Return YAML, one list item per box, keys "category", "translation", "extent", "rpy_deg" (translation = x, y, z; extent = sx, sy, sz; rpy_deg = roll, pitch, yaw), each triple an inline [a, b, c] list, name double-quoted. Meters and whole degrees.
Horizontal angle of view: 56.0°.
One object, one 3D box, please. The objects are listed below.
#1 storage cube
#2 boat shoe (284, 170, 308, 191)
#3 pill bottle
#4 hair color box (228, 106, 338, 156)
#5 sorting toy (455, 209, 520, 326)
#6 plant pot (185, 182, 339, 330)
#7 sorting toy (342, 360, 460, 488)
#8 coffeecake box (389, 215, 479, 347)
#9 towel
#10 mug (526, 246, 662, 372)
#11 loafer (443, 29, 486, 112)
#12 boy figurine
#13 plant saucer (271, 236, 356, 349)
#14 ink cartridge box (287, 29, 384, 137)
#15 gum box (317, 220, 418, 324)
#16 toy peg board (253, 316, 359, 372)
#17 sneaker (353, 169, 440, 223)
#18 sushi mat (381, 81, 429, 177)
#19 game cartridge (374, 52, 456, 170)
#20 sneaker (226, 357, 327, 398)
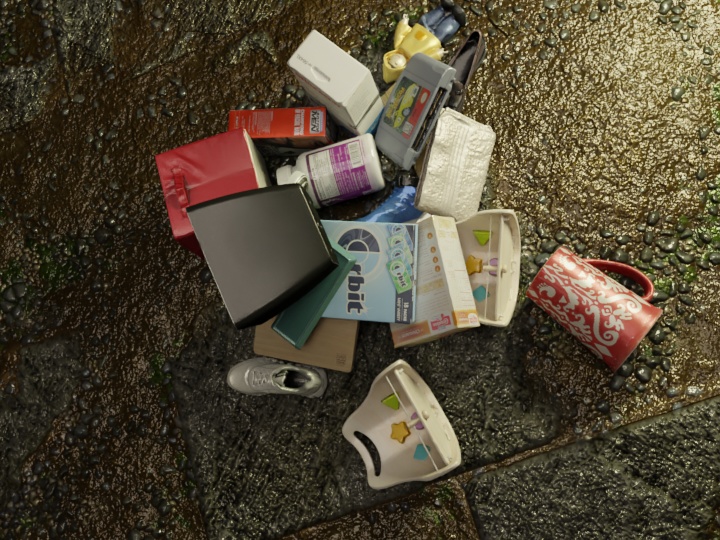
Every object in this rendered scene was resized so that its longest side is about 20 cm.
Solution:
- category: "storage cube"
  translation: [-0.266, -0.143, 1.307]
  extent: [0.177, 0.200, 0.174]
  rpy_deg: [-17, 77, 1]
- category: "boat shoe"
  translation: [-0.123, -0.080, 1.233]
  extent: [0.063, 0.071, 0.203]
  rpy_deg: [15, 83, 15]
- category: "pill bottle"
  translation: [-0.058, -0.186, 1.316]
  extent: [0.197, 0.112, 0.114]
  rpy_deg: [-15, 78, 8]
- category: "hair color box"
  translation: [-0.152, -0.274, 1.350]
  extent: [0.196, 0.111, 0.065]
  rpy_deg: [-1, 81, 11]
- category: "sorting toy"
  translation: [0.198, -0.010, 1.250]
  extent: [0.177, 0.106, 0.204]
  rpy_deg: [4, 93, 25]
- category: "plant pot"
  translation: [-0.142, -0.036, 1.104]
  extent: [0.175, 0.200, 0.202]
  rpy_deg: [-24, 87, 1]
- category: "sorting toy"
  translation: [0.062, 0.295, 1.217]
  extent: [0.179, 0.107, 0.202]
  rpy_deg: [-34, 73, 13]
- category: "coffeecake box"
  translation: [0.116, 0.023, 1.231]
  extent: [0.152, 0.072, 0.204]
  rpy_deg: [-22, 74, 41]
- category: "towel"
  translation: [0.180, -0.192, 1.266]
  extent: [0.131, 0.034, 0.204]
  rpy_deg: [17, 81, -22]
- category: "mug"
  translation: [0.412, 0.055, 1.198]
  extent: [0.199, 0.177, 0.135]
  rpy_deg: [39, 125, 18]
- category: "loafer"
  translation: [0.185, -0.379, 1.327]
  extent: [0.071, 0.063, 0.202]
  rpy_deg: [27, 88, 12]
- category: "boy figurine"
  translation: [0.114, -0.461, 1.357]
  extent: [0.199, 0.064, 0.125]
  rpy_deg: [-40, 78, -2]
- category: "plant saucer"
  translation: [-0.086, 0.042, 1.193]
  extent: [0.069, 0.019, 0.202]
  rpy_deg: [35, 105, 11]
- category: "ink cartridge box"
  translation: [-0.039, -0.344, 1.294]
  extent: [0.145, 0.200, 0.085]
  rpy_deg: [39, 89, 14]
- category: "gum box"
  translation: [0.000, 0.000, 1.197]
  extent: [0.196, 0.044, 0.173]
  rpy_deg: [3, 96, 16]
- category: "toy peg board"
  translation: [-0.087, 0.070, 1.299]
  extent: [0.196, 0.098, 0.203]
  rpy_deg: [9, 97, 14]
- category: "sneaker"
  translation: [0.063, -0.130, 1.298]
  extent: [0.196, 0.077, 0.113]
  rpy_deg: [-12, 85, 4]
- category: "sushi mat"
  translation: [0.114, -0.288, 1.334]
  extent: [0.095, 0.012, 0.203]
  rpy_deg: [-32, 74, 30]
- category: "game cartridge"
  translation: [0.097, -0.307, 1.289]
  extent: [0.202, 0.040, 0.133]
  rpy_deg: [-65, 34, 17]
- category: "sneaker"
  translation: [-0.165, 0.203, 1.285]
  extent: [0.196, 0.081, 0.077]
  rpy_deg: [-1, 82, 12]
